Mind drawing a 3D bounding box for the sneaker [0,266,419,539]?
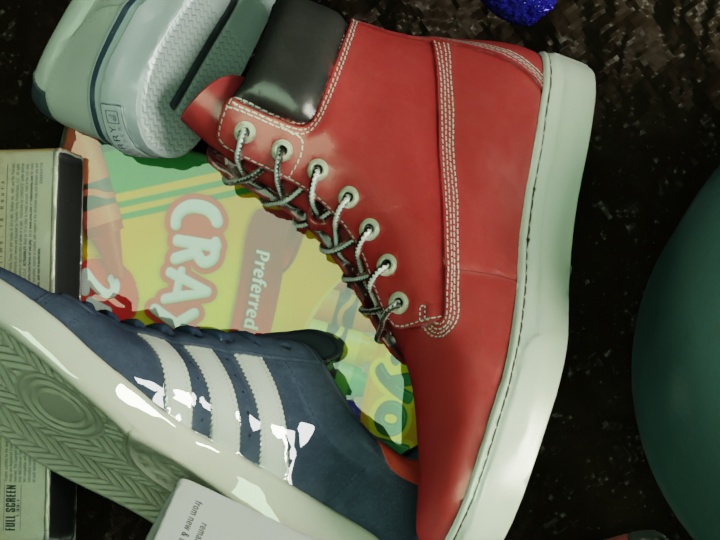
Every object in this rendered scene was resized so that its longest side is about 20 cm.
[{"bbox_3d":[-0.058,0.043,1.062,0.200,0.075,0.085,36,60,-17],"label":"sneaker"}]

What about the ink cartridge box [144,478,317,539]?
[{"bbox_3d":[-0.007,0.184,1.023,0.200,0.088,0.145,25,120,-1],"label":"ink cartridge box"}]

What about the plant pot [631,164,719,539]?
[{"bbox_3d":[0.198,0.020,1.051,0.200,0.161,0.201,-1,76,3],"label":"plant pot"}]

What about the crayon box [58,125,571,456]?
[{"bbox_3d":[-0.030,0.029,1.131,0.200,0.051,0.127,15,89,1],"label":"crayon box"}]

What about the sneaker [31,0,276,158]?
[{"bbox_3d":[-0.056,-0.132,1.112,0.071,0.073,0.200,16,61,33],"label":"sneaker"}]

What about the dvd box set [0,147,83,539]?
[{"bbox_3d":[-0.201,0.029,1.114,0.200,0.029,0.147,-1,85,16],"label":"dvd box set"}]

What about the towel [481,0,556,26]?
[{"bbox_3d":[0.005,-0.191,1.077,0.200,0.050,0.148,27,62,-24],"label":"towel"}]

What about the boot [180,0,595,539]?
[{"bbox_3d":[0.000,0.000,1.053,0.144,0.072,0.200,13,62,-11],"label":"boot"}]

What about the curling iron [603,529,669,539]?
[{"bbox_3d":[0.030,0.137,1.133,0.200,0.050,0.026,-13,131,7],"label":"curling iron"}]
